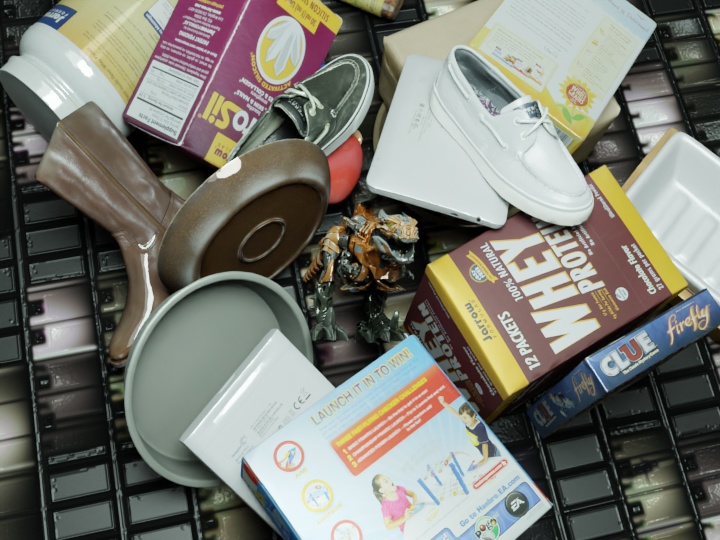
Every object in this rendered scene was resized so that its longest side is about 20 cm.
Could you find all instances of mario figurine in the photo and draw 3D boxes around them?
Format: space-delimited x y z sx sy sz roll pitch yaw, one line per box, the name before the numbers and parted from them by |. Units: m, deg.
mario figurine | -0.055 -0.154 1.014 0.122 0.106 0.203 -30 60 22

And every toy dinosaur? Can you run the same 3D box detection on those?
toy dinosaur | 0.000 0.000 0.887 0.100 0.200 0.139 0 84 -8

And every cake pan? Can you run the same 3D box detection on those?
cake pan | -0.133 0.098 0.861 0.197 0.036 0.205 -11 107 -36

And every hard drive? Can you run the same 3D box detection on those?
hard drive | -0.054 0.173 0.862 0.200 0.027 0.132 47 70 -16

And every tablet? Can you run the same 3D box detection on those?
tablet | 0.086 -0.127 0.865 0.128 0.014 0.202 16 50 1

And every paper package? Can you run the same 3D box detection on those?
paper package | 0.140 -0.183 0.987 0.197 0.104 0.193 -23 74 -13

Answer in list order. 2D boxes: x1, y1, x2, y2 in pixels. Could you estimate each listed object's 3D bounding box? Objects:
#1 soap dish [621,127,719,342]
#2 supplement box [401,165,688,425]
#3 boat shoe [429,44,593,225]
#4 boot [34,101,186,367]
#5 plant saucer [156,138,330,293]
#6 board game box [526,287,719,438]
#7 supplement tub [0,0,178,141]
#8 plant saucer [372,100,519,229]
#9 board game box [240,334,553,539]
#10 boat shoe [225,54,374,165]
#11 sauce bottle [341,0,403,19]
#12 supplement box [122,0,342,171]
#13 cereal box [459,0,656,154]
soap dish | 0.365 -0.033 0.997 0.199 0.081 0.158 40 71 9
supplement box | 0.164 0.038 0.888 0.198 0.198 0.134 -28 74 -14
boat shoe | 0.137 -0.125 0.819 0.071 0.069 0.201 -18 55 -24
boot | -0.248 -0.036 0.883 0.200 0.063 0.189 49 51 -35
plant saucer | -0.101 -0.038 0.884 0.199 0.201 0.032 -36 67 -17
board game box | 0.243 0.093 0.874 0.134 0.201 0.035 -28 74 -15
supplement tub | -0.261 -0.225 0.967 0.144 0.145 0.201 38 70 8
plant saucer | 0.110 -0.137 1.036 0.196 0.030 0.204 2 69 -5
board game box | 0.029 0.192 0.806 0.198 0.056 0.197 -32 70 -23
boat shoe | -0.056 -0.143 0.902 0.070 0.064 0.201 34 74 18
sauce bottle | -0.039 -0.359 1.083 0.197 0.066 0.067 25 69 4
supplement box | -0.127 -0.206 0.935 0.102 0.130 0.203 27 91 36
cereal box | 0.197 -0.223 0.922 0.143 0.040 0.201 37 58 2
